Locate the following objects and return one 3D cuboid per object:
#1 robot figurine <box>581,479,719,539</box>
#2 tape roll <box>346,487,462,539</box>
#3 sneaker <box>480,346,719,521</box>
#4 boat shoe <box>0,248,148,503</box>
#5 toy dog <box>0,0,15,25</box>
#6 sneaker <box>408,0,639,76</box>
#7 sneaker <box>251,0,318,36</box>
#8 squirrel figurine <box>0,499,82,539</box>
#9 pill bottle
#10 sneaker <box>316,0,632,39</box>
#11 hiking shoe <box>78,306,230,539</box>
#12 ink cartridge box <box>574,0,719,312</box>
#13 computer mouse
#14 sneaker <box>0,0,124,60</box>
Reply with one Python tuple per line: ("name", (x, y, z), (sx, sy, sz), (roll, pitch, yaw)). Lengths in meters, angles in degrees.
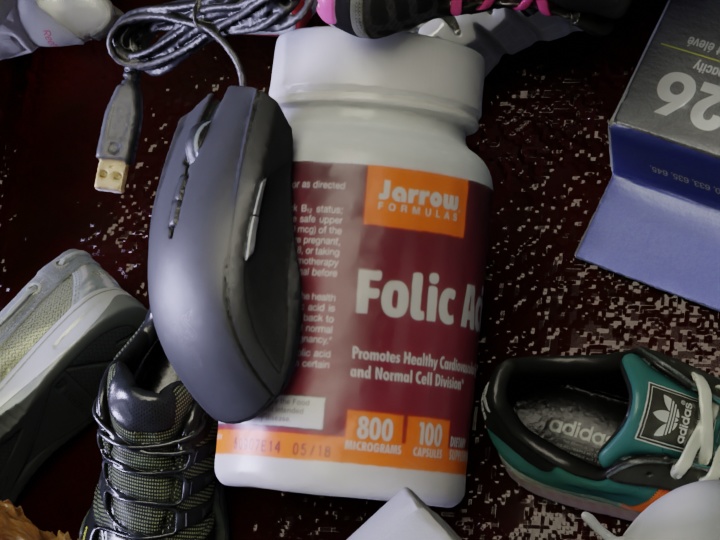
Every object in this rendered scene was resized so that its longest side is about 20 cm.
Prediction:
("robot figurine", (0.179, 0.151, 0.932), (0.198, 0.113, 0.171), (14, 111, 12))
("tape roll", (0.059, 0.181, 0.919), (0.071, 0.203, 0.203), (-41, 62, -1))
("sneaker", (0.145, 0.078, 0.999), (0.198, 0.080, 0.072), (7, 71, 20))
("boat shoe", (-0.190, 0.073, 1.120), (0.202, 0.075, 0.065), (-43, 57, -7))
("toy dog", (-0.241, -0.075, 1.150), (0.131, 0.096, 0.202), (13, 98, 34))
("sneaker", (0.067, -0.146, 1.121), (0.199, 0.066, 0.091), (-31, 63, 10))
("sneaker", (-0.091, -0.193, 1.155), (0.199, 0.071, 0.113), (31, 66, 3))
("squirrel figurine", (-0.152, 0.189, 1.008), (0.186, 0.141, 0.202), (26, 112, 55))
("pill bottle", (0.000, 0.000, 1.037), (0.113, 0.114, 0.202), (4, 85, 19))
("sneaker", (0.075, -0.139, 0.997), (0.199, 0.074, 0.087), (-21, 48, -30))
("hiking shoe", (-0.099, 0.086, 1.065), (0.075, 0.101, 0.202), (6, 71, 21))
("ink cartridge box", (0.220, -0.069, 1.056), (0.196, 0.047, 0.201), (20, 74, 23))
("computer mouse", (-0.082, -0.034, 1.016), (0.140, 0.046, 0.202), (-7, 77, 47))
("sneaker", (-0.143, -0.205, 1.221), (0.098, 0.078, 0.202), (2, 78, 12))
